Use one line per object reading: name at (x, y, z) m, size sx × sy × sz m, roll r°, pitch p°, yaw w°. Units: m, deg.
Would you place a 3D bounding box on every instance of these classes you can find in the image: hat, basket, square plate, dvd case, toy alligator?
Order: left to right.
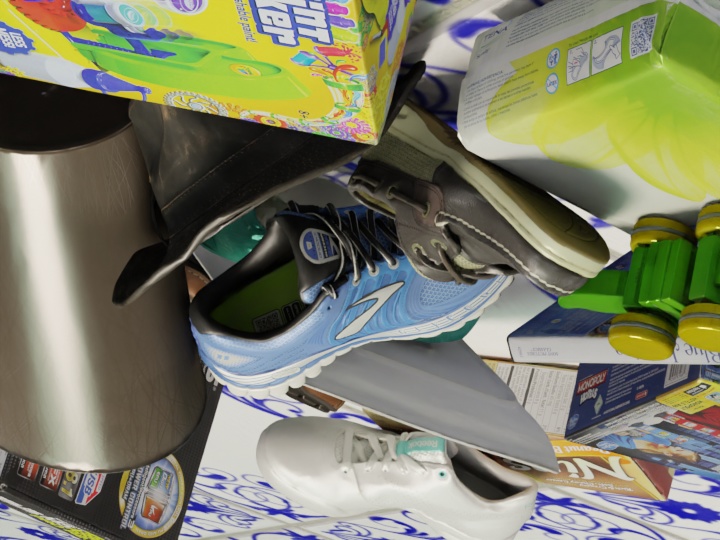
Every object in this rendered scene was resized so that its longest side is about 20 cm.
basket at (-0.160, -0.018, 1.063) m, size 0.180 × 0.136 × 0.200 m, roll 34°, pitch 140°, yaw 29°
hat at (-0.060, -0.069, 0.946) m, size 0.081 × 0.200 × 0.200 m, roll 56°, pitch 151°, yaw -8°
square plate at (0.009, 0.042, 1.224) m, size 0.198 × 0.028 × 0.200 m, roll 22°, pitch -166°, yaw -32°
dvd case at (0.192, 0.013, 1.009) m, size 0.200 × 0.018 × 0.143 m, roll -2°, pitch -160°, yaw 42°
toy alligator at (0.171, 0.007, 0.876) m, size 0.054 × 0.059 × 0.200 m, roll 28°, pitch 156°, yaw -34°

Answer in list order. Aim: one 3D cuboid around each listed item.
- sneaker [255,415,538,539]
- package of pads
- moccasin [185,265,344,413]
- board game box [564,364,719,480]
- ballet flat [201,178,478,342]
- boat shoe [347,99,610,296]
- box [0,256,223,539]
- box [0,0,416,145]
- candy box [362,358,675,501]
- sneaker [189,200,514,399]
sneaker at (0.029, 0.134, 1.409) m, size 0.199 × 0.075 × 0.089 m, roll 16°, pitch 148°, yaw -9°
package of pads at (0.160, -0.061, 0.891) m, size 0.200 × 0.068 × 0.154 m, roll 25°, pitch 158°, yaw -27°
moccasin at (-0.062, 0.034, 1.342) m, size 0.074 × 0.078 × 0.201 m, roll 19°, pitch 172°, yaw 43°
board game box at (0.260, 0.092, 1.263) m, size 0.199 × 0.062 × 0.200 m, roll 18°, pitch 161°, yaw -13°
ballet flat at (-0.001, -0.011, 1.169) m, size 0.200 × 0.068 × 0.070 m, roll 21°, pitch 147°, yaw -23°
boat shoe at (0.050, -0.024, 0.957) m, size 0.072 × 0.066 × 0.201 m, roll 28°, pitch -171°, yaw -30°
box at (-0.163, 0.074, 1.322) m, size 0.044 × 0.201 × 0.160 m, roll 0°, pitch 156°, yaw 41°
box at (-0.077, -0.155, 0.721) m, size 0.192 × 0.122 × 0.200 m, roll 11°, pitch 161°, yaw 9°
candy box at (0.115, 0.109, 1.431) m, size 0.199 × 0.055 × 0.115 m, roll 5°, pitch 158°, yaw 27°
sneaker at (0.000, 0.000, 1.059) m, size 0.200 × 0.079 × 0.089 m, roll -28°, pitch 154°, yaw 4°
